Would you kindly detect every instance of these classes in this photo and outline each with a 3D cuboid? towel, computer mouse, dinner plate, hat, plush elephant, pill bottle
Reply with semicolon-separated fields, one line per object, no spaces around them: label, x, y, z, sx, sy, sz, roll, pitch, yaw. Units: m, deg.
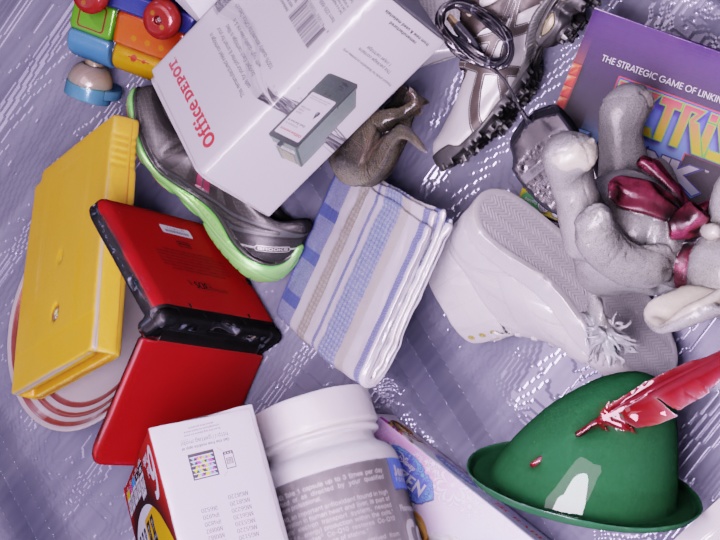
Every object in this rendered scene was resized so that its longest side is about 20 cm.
towel;0.000;0.000;1.546;0.148;0.024;0.200;-66;26;4
computer mouse;0.122;-0.122;1.488;0.059;0.034;0.201;-35;81;21
dinner plate;-0.229;0.040;1.678;0.199;0.024;0.201;-17;63;37
hat;0.186;0.079;1.418;0.199;0.166;0.177;10;105;9
plush elephant;0.227;-0.024;1.377;0.154;0.165;0.201;1;103;27
pill bottle;-0.013;0.196;1.495;0.113;0.114;0.201;-20;76;20

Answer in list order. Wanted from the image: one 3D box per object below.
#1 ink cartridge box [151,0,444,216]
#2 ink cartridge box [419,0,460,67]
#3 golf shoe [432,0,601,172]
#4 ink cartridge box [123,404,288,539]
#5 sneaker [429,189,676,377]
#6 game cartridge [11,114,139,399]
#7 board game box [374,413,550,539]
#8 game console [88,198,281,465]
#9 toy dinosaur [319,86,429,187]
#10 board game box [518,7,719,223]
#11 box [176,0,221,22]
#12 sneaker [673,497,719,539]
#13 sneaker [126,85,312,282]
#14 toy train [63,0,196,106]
ink cartridge box;-0.053;-0.165;1.525;0.200;0.084;0.146;-44;44;15
ink cartridge box;0.057;-0.248;1.608;0.199;0.050;0.163;-5;81;6
golf shoe;0.104;-0.173;1.538;0.094;0.078;0.200;37;102;7
ink cartridge box;-0.112;0.216;1.491;0.083;0.200;0.177;-12;74;-16
sneaker;0.142;0.032;1.514;0.200;0.074;0.116;42;144;-2
game cartridge;-0.235;-0.008;1.630;0.176;0.032;0.201;-26;55;56
board game box;0.039;0.251;1.551;0.200;0.041;0.200;36;99;23
game console;-0.162;0.053;1.574;0.118;0.200;0.173;-37;71;16
toy dinosaur;0.006;-0.104;1.554;0.103;0.077;0.200;-58;42;5
board game box;0.240;-0.088;1.492;0.199;0.057;0.166;23;95;24
box;-0.142;-0.304;1.614;0.124;0.098;0.200;-41;48;-2
sneaker;0.305;0.204;1.428;0.200;0.074;0.116;-48;71;21
sneaker;-0.115;-0.083;1.632;0.084;0.077;0.200;-44;86;16
toy train;-0.159;-0.176;1.672;0.199;0.085;0.116;21;109;17
